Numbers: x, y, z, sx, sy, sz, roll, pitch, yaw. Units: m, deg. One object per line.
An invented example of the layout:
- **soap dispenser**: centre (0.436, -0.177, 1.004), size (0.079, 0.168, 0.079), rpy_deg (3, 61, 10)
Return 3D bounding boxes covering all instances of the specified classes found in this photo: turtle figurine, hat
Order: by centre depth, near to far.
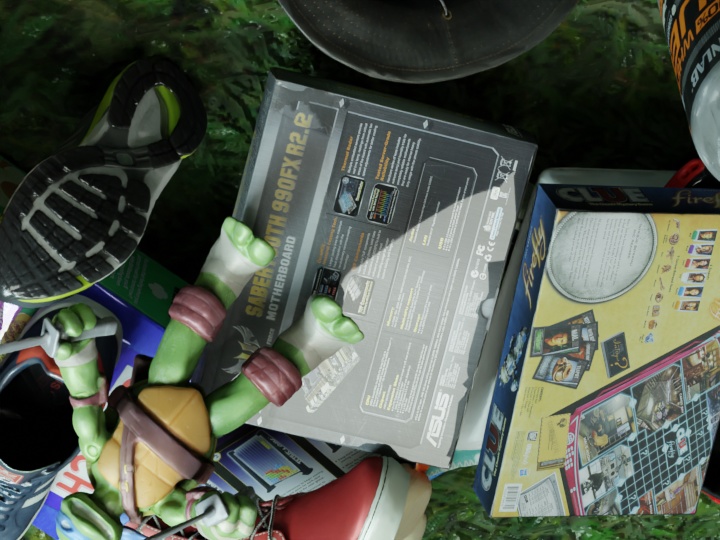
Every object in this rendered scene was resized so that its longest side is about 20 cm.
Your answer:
- **turtle figurine**: centre (-0.098, 0.069, 1.558), size (0.194, 0.144, 0.200), rpy_deg (-49, 143, -10)
- **hat**: centre (0.025, -0.188, 1.566), size (0.199, 0.202, 0.081), rpy_deg (12, 170, -17)

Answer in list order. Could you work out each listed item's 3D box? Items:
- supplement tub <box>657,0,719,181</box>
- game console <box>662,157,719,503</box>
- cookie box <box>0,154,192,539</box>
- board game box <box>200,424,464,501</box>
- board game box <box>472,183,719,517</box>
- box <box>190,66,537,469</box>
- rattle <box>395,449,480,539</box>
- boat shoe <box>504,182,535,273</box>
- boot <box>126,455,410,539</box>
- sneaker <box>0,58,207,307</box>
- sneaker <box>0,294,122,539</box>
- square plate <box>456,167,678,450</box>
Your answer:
- **supplement tub**: centre (0.231, -0.121, 1.582), size (0.122, 0.201, 0.123), rpy_deg (-3, 132, -4)
- **game console**: centre (0.214, 0.041, 1.723), size (0.199, 0.031, 0.177), rpy_deg (29, 106, -30)
- **cookie box**: centre (-0.187, 0.056, 1.740), size (0.199, 0.075, 0.171), rpy_deg (34, 117, -14)
- **board game box**: centre (-0.060, 0.106, 1.853), size (0.199, 0.057, 0.165), rpy_deg (-32, 126, 21)
- **board game box**: centre (0.149, 0.048, 1.666), size (0.134, 0.035, 0.201), rpy_deg (1, 118, -19)
- **box**: centre (0.000, 0.000, 1.664), size (0.157, 0.048, 0.201), rpy_deg (13, 100, -8)
- **rattle**: centre (-0.016, 0.142, 1.833), size (0.130, 0.143, 0.201), rpy_deg (-1, 124, -50)
- **boat shoe**: centre (0.114, -0.009, 1.754), size (0.199, 0.075, 0.062), rpy_deg (25, 107, -32)
- **boot**: centre (-0.070, 0.152, 1.694), size (0.144, 0.073, 0.200), rpy_deg (30, 133, -13)
- **sneaker**: centre (-0.156, -0.037, 1.629), size (0.074, 0.200, 0.081), rpy_deg (44, 132, -6)
- **sneaker**: centre (-0.204, 0.107, 1.678), size (0.075, 0.085, 0.201), rpy_deg (24, 120, -9)
- **square plate**: centre (0.168, 0.030, 1.747), size (0.199, 0.028, 0.199), rpy_deg (0, 122, -29)
